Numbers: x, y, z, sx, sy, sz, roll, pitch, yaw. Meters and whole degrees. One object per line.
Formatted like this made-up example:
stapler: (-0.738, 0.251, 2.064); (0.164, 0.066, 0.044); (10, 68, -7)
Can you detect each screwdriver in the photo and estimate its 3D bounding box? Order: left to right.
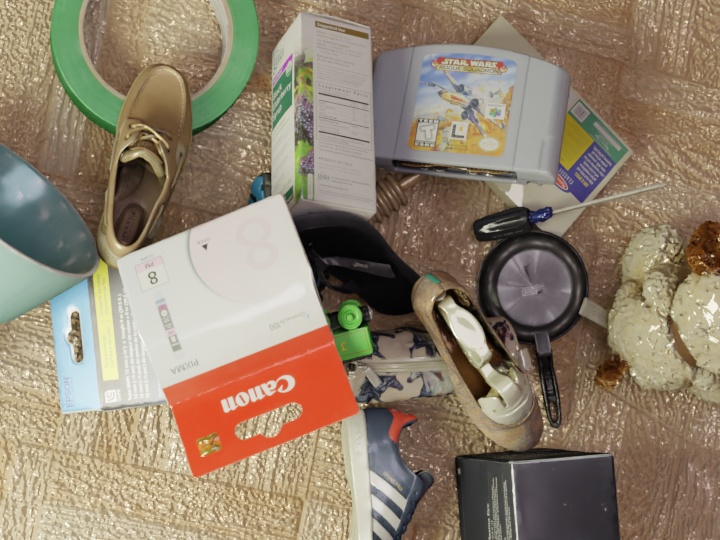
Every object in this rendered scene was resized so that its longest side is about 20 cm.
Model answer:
screwdriver: (0.204, -0.064, 1.545); (0.198, 0.028, 0.029); (-18, 118, 20)

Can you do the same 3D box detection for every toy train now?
toy train: (-0.082, 0.074, 1.401); (0.197, 0.042, 0.057); (-14, 97, 3)

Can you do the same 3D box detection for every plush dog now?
plush dog: (0.324, 0.053, 1.519); (0.160, 0.171, 0.202); (-29, 91, -36)

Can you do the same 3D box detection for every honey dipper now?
honey dipper: (0.082, -0.111, 1.549); (0.199, 0.038, 0.038); (-34, 93, -4)

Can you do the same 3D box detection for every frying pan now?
frying pan: (0.165, 0.054, 1.571); (0.113, 0.031, 0.193); (12, 91, 2)

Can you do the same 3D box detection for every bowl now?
bowl: (-0.341, -0.029, 1.396); (0.200, 0.201, 0.105); (41, 103, -7)

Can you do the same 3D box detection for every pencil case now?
pencil case: (0.061, 0.089, 1.516); (0.197, 0.089, 0.079); (-4, 102, -14)

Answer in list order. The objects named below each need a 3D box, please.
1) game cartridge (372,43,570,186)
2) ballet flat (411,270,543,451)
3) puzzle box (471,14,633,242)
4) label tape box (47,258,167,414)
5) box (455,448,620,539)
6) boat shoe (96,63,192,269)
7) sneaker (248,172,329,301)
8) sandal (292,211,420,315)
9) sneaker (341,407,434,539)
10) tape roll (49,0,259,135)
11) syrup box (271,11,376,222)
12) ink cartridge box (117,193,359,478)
game cartridge: (0.101, -0.155, 1.526); (0.197, 0.042, 0.135); (6, 72, 12)
ballet flat: (0.113, 0.090, 1.453); (0.068, 0.067, 0.201); (-39, 102, -11)
puzzle box: (0.167, -0.141, 1.593); (0.200, 0.025, 0.133); (45, 77, -6)
label tape box: (-0.185, 0.053, 1.468); (0.197, 0.066, 0.145); (-7, 87, 11)
box: (0.168, 0.272, 1.478); (0.103, 0.182, 0.203); (-3, 86, -14)
boat shoe: (-0.192, -0.101, 1.430); (0.070, 0.065, 0.203); (12, 72, -10)
sneaker: (-0.055, 0.005, 1.506); (0.081, 0.073, 0.203); (-4, 89, -21)
sandal: (0.001, 0.000, 1.471); (0.199, 0.075, 0.043); (33, 46, -44)
sneaker: (0.032, 0.231, 1.504); (0.083, 0.075, 0.203); (-3, 86, -9)
tape roll: (-0.198, -0.226, 1.504); (0.198, 0.048, 0.203); (1, 85, -13)
syrup box: (-0.036, -0.135, 1.483); (0.080, 0.079, 0.203); (9, 64, -23)
ink cartridge box: (-0.107, 0.054, 1.357); (0.161, 0.057, 0.202); (-21, 66, 1)
